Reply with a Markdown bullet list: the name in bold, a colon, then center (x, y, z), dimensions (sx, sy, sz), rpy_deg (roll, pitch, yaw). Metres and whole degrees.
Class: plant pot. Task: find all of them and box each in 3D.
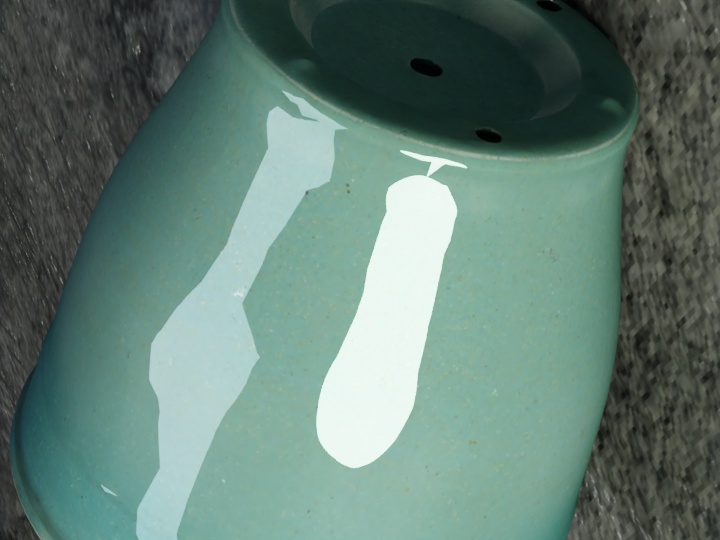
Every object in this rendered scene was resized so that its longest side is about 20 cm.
- **plant pot**: center (0.000, 0.000, 0.725), dimensions (0.200, 0.200, 0.188), rpy_deg (48, 133, 38)
